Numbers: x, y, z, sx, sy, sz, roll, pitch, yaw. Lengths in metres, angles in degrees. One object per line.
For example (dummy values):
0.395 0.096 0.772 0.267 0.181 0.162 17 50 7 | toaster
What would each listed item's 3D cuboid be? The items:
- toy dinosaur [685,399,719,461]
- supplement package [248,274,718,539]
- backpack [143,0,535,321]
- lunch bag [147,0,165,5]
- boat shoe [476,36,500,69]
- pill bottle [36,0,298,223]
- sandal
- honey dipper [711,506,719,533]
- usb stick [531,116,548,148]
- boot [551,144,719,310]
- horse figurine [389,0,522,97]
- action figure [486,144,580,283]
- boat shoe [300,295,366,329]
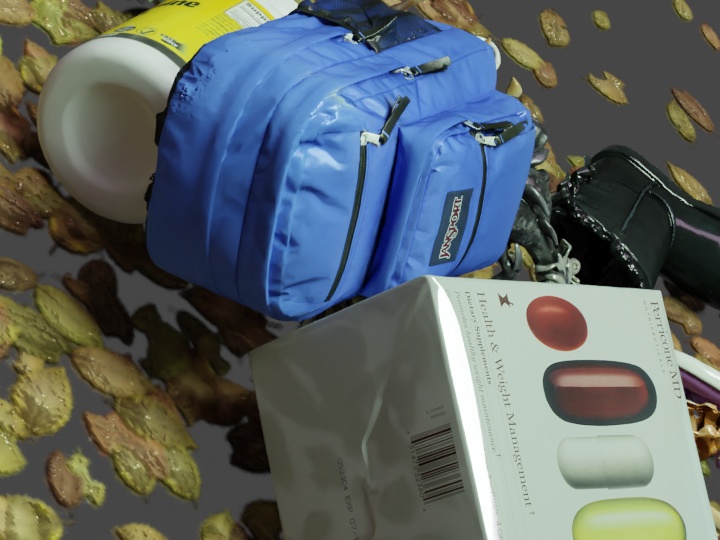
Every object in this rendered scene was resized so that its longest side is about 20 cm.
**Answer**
0.171 0.122 1.222 0.200 0.136 0.102 12 40 28 | toy dinosaur
0.073 0.115 1.073 0.200 0.147 0.191 3 70 -46 | supplement package
-0.011 -0.061 1.083 0.168 0.163 0.200 22 23 31 | backpack
-0.138 -0.276 1.361 0.164 0.118 0.200 41 38 -5 | lunch bag
0.041 -0.131 1.430 0.071 0.070 0.200 50 36 11 | boat shoe
-0.104 -0.112 1.213 0.112 0.112 0.200 45 32 1 | pill bottle
0.281 0.126 1.421 0.203 0.082 0.050 38 76 -13 | sandal
0.278 0.195 1.363 0.200 0.038 0.038 36 33 -6 | honey dipper
0.033 -0.121 1.355 0.200 0.055 0.033 26 19 -7 | usb stick
0.226 -0.012 1.501 0.198 0.073 0.162 39 30 4 | boot
0.020 -0.132 1.305 0.200 0.133 0.050 47 20 -17 | horse figurine
0.102 -0.004 1.324 0.119 0.102 0.200 -44 110 -46 | action figure
0.005 0.003 1.237 0.075 0.075 0.202 27 36 -25 | boat shoe
